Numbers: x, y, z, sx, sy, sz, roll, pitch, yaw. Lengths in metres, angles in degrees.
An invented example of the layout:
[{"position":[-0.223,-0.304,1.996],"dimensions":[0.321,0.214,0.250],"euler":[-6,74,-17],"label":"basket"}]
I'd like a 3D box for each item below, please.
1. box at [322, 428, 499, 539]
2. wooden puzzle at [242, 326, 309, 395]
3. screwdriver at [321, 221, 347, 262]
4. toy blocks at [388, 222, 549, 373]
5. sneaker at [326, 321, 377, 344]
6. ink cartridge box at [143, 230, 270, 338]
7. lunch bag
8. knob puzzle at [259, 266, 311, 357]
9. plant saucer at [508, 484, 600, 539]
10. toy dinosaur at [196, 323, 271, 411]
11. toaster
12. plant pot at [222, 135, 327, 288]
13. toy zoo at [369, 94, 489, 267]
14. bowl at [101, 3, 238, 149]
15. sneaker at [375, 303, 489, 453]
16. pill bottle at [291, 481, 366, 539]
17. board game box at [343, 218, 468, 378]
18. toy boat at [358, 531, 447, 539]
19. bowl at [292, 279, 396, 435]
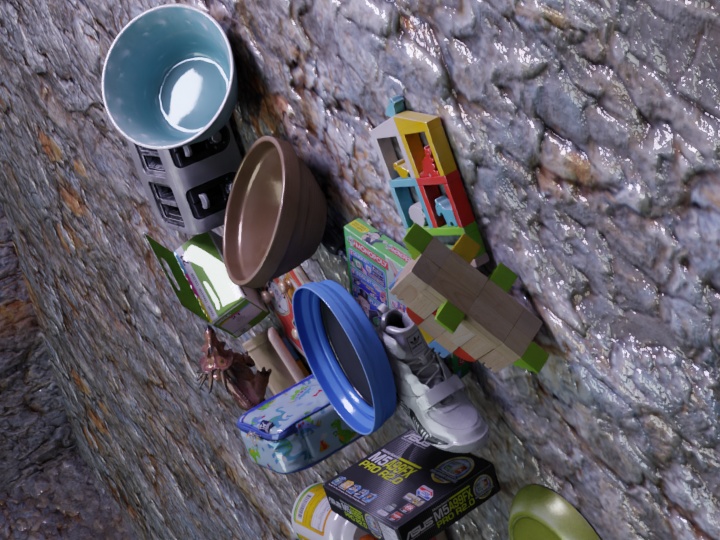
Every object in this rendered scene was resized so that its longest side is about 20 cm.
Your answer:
[{"position":[0.063,0.288,1.581],"dimensions":[0.199,0.159,0.045],"euler":[14,129,59],"label":"box"},{"position":[-0.117,0.182,1.973],"dimensions":[0.186,0.037,0.200],"euler":[58,160,-1],"label":"wooden puzzle"},{"position":[0.000,0.000,1.596],"dimensions":[0.200,0.028,0.029],"euler":[47,-179,19],"label":"screwdriver"},{"position":[0.106,0.048,1.324],"dimensions":[0.199,0.100,0.137],"euler":[37,156,-2],"label":"toy blocks"},{"position":[-0.004,0.117,1.649],"dimensions":[0.087,0.076,0.200],"euler":[29,165,5],"label":"sneaker"},{"position":[-0.239,0.007,1.873],"dimensions":[0.149,0.075,0.200],"euler":[59,-173,24],"label":"ink cartridge box"},{"position":[-0.071,0.211,1.720],"dimensions":[0.160,0.198,0.083],"euler":[6,119,62],"label":"lunch bag"},{"position":[-0.103,0.068,1.847],"dimensions":[0.220,0.030,0.222],"euler":[44,149,35],"label":"knob puzzle"},{"position":[0.241,0.358,1.451],"dimensions":[0.200,0.031,0.202],"euler":[46,150,35],"label":"plant saucer"},{"position":[-0.191,0.179,1.887],"dimensions":[0.199,0.086,0.136],"euler":[40,178,-4],"label":"toy dinosaur"},{"position":[-0.265,-0.165,1.834],"dimensions":[0.199,0.118,0.183],"euler":[16,127,59],"label":"toaster"},{"position":[-0.107,-0.072,1.600],"dimensions":[0.200,0.092,0.204],"euler":[-32,53,54],"label":"plant pot"},{"position":[0.071,-0.101,1.350],"dimensions":[0.131,0.020,0.202],"euler":[5,118,62],"label":"toy zoo"},{"position":[-0.250,-0.257,1.665],"dimensions":[0.202,0.200,0.105],"euler":[55,-172,16],"label":"bowl"},{"position":[0.078,0.125,1.423],"dimensions":[0.200,0.075,0.116],"euler":[42,151,36],"label":"sneaker"},{"position":[-0.024,0.415,1.933],"dimensions":[0.199,0.110,0.112],"euler":[4,118,62],"label":"pill bottle"},{"position":[0.056,0.036,1.485],"dimensions":[0.199,0.029,0.136],"euler":[36,143,38],"label":"board game box"},{"position":[0.048,0.394,1.747],"dimensions":[0.130,0.130,0.203],"euler":[20,131,57],"label":"toy boat"},{"position":[-0.020,0.104,1.481],"dimensions":[0.201,0.039,0.202],"euler":[50,155,34],"label":"bowl"}]
